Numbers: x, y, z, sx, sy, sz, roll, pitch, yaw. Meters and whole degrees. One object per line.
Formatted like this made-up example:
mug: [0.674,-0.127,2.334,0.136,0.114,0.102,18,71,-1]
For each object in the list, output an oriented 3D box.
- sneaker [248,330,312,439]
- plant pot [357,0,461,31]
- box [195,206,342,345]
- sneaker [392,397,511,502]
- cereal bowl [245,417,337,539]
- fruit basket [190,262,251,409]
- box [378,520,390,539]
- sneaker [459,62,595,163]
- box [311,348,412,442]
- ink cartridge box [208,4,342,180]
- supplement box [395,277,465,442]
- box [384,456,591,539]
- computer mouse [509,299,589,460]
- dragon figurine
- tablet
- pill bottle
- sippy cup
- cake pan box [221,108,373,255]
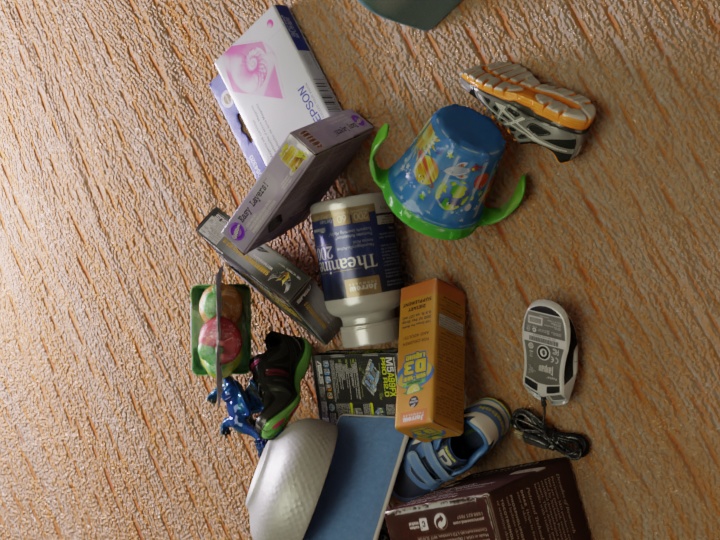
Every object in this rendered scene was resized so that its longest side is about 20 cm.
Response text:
sneaker: [-0.126,0.161,1.746,0.084,0.200,0.077,26,123,-11]
plant pot: [0.042,-0.433,1.521,0.196,0.200,0.197,-39,72,36]
box: [-0.127,0.008,1.747,0.200,0.158,0.048,37,80,29]
sneaker: [0.106,0.241,1.615,0.200,0.082,0.074,-42,88,23]
cereal bowl: [-0.103,0.290,1.680,0.083,0.200,0.200,20,113,-4]
fruit basket: [-0.206,0.088,1.745,0.094,0.200,0.186,0,96,1]
box: [-0.049,0.421,1.750,0.122,0.106,0.200,41,122,-3]
sneaker: [0.196,-0.197,1.514,0.200,0.078,0.077,36,138,37]
box: [0.015,0.212,1.732,0.160,0.044,0.200,-6,93,38]
ink cartridge box: [-0.135,-0.247,1.791,0.200,0.043,0.197,-37,74,34]
supplement box: [0.091,0.115,1.593,0.066,0.069,0.200,-19,59,38]
box: [0.165,0.343,1.530,0.166,0.200,0.165,-19,84,38]
computer mouse: [0.242,0.130,1.543,0.110,0.044,0.200,16,112,41]
dragon figurine: [-0.179,0.195,1.875,0.099,0.059,0.200,-25,81,38]
tablet: [-0.006,0.286,1.649,0.130,0.014,0.200,-3,58,39]
pill bottle: [0.000,0.000,1.671,0.111,0.111,0.200,-10,90,39]
sippy cup: [0.112,-0.130,1.534,0.140,0.178,0.130,57,138,31]
cake pan box: [-0.081,-0.124,1.667,0.052,0.200,0.184,44,120,6]
